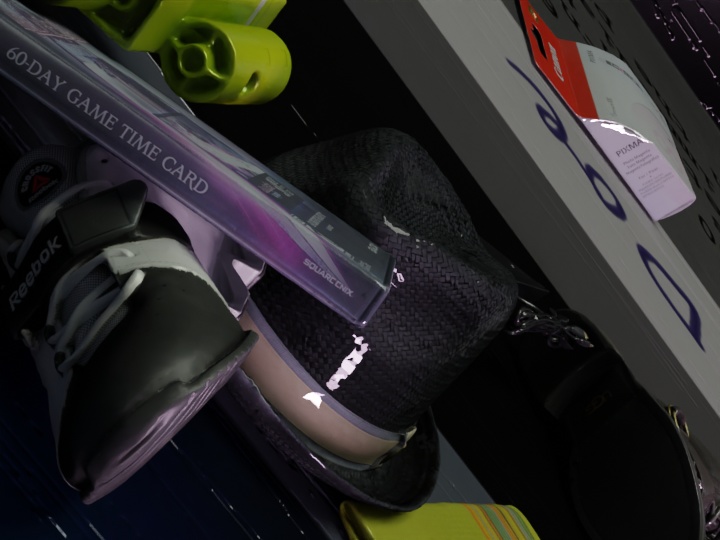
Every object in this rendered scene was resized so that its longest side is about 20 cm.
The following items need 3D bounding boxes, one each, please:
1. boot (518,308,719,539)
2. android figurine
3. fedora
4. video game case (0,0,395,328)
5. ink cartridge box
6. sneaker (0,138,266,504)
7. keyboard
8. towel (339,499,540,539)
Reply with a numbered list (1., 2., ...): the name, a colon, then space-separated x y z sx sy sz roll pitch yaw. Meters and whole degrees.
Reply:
1. boot: 0.175 0.118 1.240 0.174 0.069 0.200 41 20 -44
2. android figurine: -0.101 -0.129 0.845 0.182 0.041 0.200 40 13 10
3. fedora: 0.000 0.000 0.875 0.201 0.092 0.201 49 15 -18
4. video game case: -0.074 -0.050 0.724 0.200 0.019 0.143 36 4 -1
5. ink cartridge box: 0.219 -0.159 1.964 0.200 0.057 0.163 54 15 -28
6. sneaker: -0.082 0.007 0.682 0.089 0.074 0.200 46 7 -12
7. keyboard: 0.058 0.001 1.162 0.127 0.021 0.200 40 10 21
8. towel: 0.050 0.135 0.926 0.086 0.018 0.200 56 15 18
